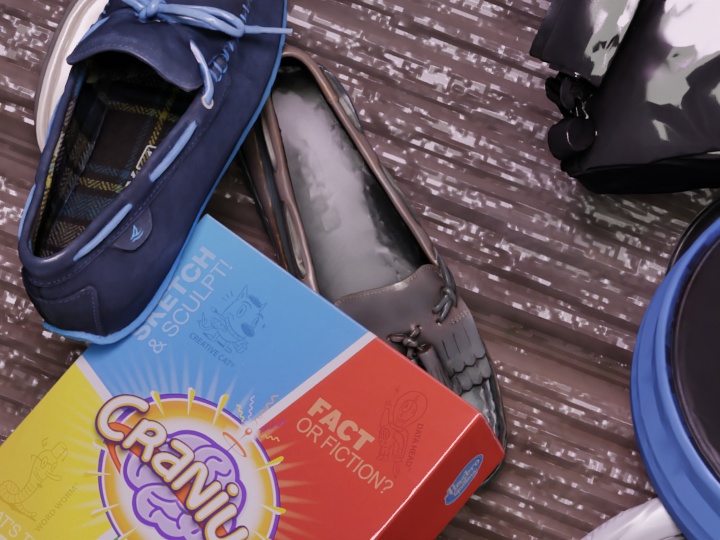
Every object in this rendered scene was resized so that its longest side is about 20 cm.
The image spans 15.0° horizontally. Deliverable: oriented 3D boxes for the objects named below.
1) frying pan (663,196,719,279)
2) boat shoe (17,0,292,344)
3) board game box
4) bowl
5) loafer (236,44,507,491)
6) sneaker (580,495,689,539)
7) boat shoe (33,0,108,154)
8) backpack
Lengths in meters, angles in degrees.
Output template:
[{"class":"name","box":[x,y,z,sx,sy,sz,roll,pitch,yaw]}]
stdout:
[{"class":"frying pan","box":[0.220,0.008,1.152,0.189,0.031,0.116,-11,80,-2]},{"class":"boat shoe","box":[-0.076,-0.070,1.066,0.084,0.069,0.201,5,66,18]},{"class":"board game box","box":[-0.066,0.097,1.040,0.153,0.040,0.200,34,77,29]},{"class":"bowl","box":[0.207,0.047,1.074,0.199,0.039,0.202,2,58,-3]},{"class":"loafer","box":[0.000,0.000,1.124,0.072,0.063,0.201,-26,81,-7]},{"class":"sneaker","box":[0.172,0.133,1.097,0.199,0.076,0.114,-19,77,-9]},{"class":"boat shoe","box":[-0.080,-0.127,1.157,0.067,0.057,0.201,26,83,-10]},{"class":"backpack","box":[0.144,-0.136,1.124,0.166,0.127,0.201,-5,80,0]}]
